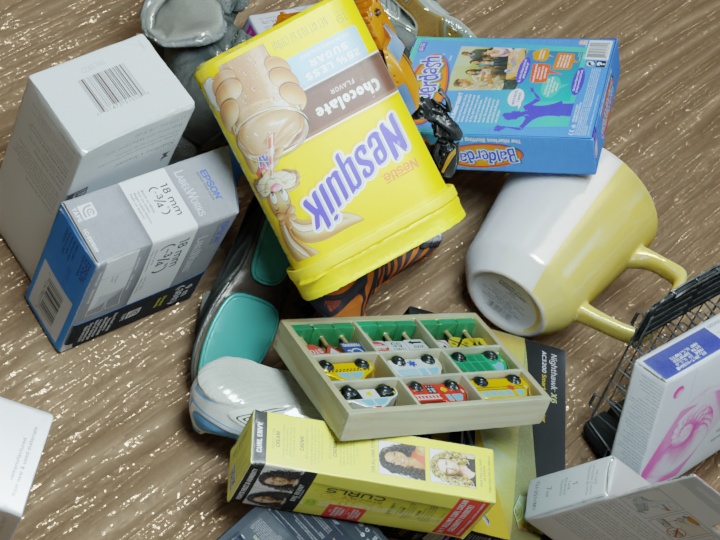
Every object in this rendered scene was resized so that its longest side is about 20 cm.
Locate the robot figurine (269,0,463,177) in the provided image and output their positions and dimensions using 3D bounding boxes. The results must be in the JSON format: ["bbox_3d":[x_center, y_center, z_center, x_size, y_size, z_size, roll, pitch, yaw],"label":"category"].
[{"bbox_3d":[0.003,-0.139,1.333,0.201,0.144,0.058,62,37,-35],"label":"robot figurine"}]

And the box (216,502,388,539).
[{"bbox_3d":[-0.028,0.268,1.196,0.200,0.051,0.158,45,50,8],"label":"box"}]

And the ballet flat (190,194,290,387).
[{"bbox_3d":[-0.095,0.015,1.304,0.068,0.068,0.201,27,86,-28],"label":"ballet flat"}]

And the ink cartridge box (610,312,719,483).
[{"bbox_3d":[0.295,0.126,1.344,0.196,0.201,0.043,-25,47,-34],"label":"ink cartridge box"}]

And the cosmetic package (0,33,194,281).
[{"bbox_3d":[-0.220,-0.087,1.237,0.112,0.200,0.081,-28,73,-33],"label":"cosmetic package"}]

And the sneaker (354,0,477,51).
[{"bbox_3d":[0.070,-0.243,1.549,0.200,0.076,0.088,49,21,-9],"label":"sneaker"}]

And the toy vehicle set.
[{"bbox_3d":[0.042,0.082,1.247,0.199,0.027,0.124,-1,34,-34],"label":"toy vehicle set"}]

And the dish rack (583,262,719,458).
[{"bbox_3d":[0.281,0.078,1.372,0.153,0.201,0.055,-26,59,-35],"label":"dish rack"}]

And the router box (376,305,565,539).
[{"bbox_3d":[0.098,0.145,1.332,0.156,0.052,0.201,16,55,-16],"label":"router box"}]

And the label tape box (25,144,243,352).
[{"bbox_3d":[-0.161,-0.025,1.260,0.199,0.144,0.063,-24,72,-34],"label":"label tape box"}]

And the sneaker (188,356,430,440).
[{"bbox_3d":[-0.042,0.121,1.255,0.198,0.073,0.072,14,47,-7],"label":"sneaker"}]

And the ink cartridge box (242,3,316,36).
[{"bbox_3d":[-0.021,-0.166,1.480,0.119,0.042,0.201,-16,66,-32],"label":"ink cartridge box"}]

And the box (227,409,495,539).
[{"bbox_3d":[0.001,0.160,1.201,0.199,0.075,0.050,11,53,-16],"label":"box"}]

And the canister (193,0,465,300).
[{"bbox_3d":[-0.027,-0.099,1.216,0.148,0.087,0.201,-28,98,-6],"label":"canister"}]

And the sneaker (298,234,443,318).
[{"bbox_3d":[0.000,0.000,1.369,0.077,0.113,0.200,26,14,27],"label":"sneaker"}]

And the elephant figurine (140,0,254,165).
[{"bbox_3d":[-0.144,-0.219,1.402,0.155,0.141,0.201,-23,78,-49],"label":"elephant figurine"}]

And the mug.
[{"bbox_3d":[0.186,-0.018,1.409,0.153,0.186,0.150,-49,130,-30],"label":"mug"}]

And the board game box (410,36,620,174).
[{"bbox_3d":[0.131,-0.156,1.428,0.198,0.045,0.153,4,45,18],"label":"board game box"}]

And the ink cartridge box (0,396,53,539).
[{"bbox_3d":[-0.333,0.131,1.083,0.199,0.146,0.085,20,55,-12],"label":"ink cartridge box"}]

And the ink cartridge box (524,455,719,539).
[{"bbox_3d":[0.261,0.214,1.251,0.200,0.173,0.044,38,48,-27],"label":"ink cartridge box"}]
